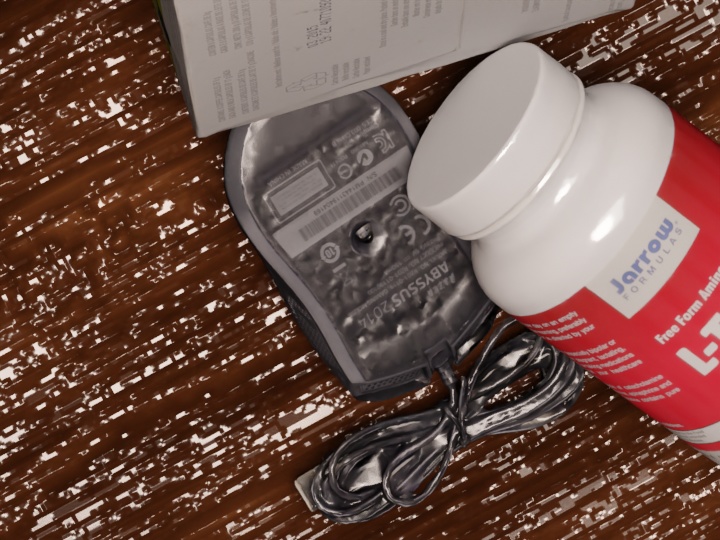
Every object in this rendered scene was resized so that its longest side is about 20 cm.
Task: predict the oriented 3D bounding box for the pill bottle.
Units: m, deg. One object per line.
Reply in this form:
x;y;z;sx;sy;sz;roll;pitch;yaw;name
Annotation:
0.121;-0.008;1.220;0.200;0.112;0.112;35;89;-22;pill bottle

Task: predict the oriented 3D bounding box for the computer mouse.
0.000;0.000;1.257;0.138;0.053;0.200;-29;107;-8;computer mouse

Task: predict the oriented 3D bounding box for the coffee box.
-0.005;-0.197;1.137;0.200;0.200;0.198;-17;76;-6;coffee box
